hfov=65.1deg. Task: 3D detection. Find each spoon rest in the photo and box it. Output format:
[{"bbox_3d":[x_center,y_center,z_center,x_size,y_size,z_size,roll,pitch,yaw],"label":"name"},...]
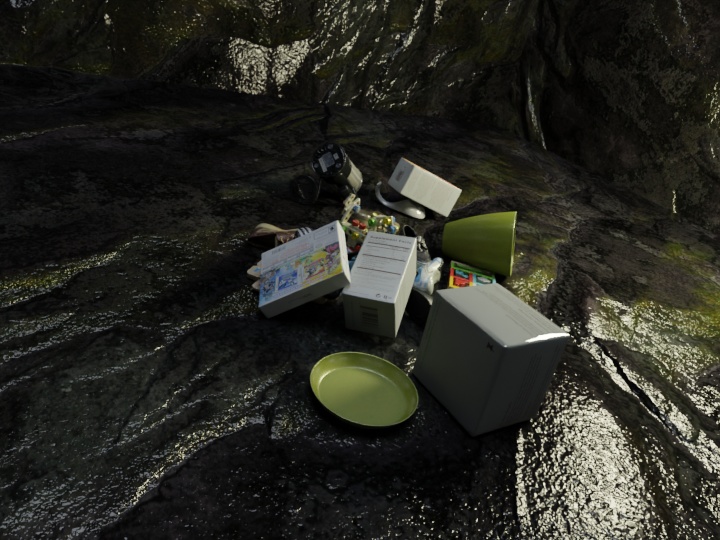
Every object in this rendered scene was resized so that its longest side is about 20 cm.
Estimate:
[{"bbox_3d":[0.136,-0.233,1.954,0.200,0.061,0.099,32,30,5],"label":"spoon rest"}]

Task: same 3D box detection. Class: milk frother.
[{"bbox_3d":[-0.112,-0.292,1.861,0.199,0.181,0.188,-9,-16,15],"label":"milk frother"}]

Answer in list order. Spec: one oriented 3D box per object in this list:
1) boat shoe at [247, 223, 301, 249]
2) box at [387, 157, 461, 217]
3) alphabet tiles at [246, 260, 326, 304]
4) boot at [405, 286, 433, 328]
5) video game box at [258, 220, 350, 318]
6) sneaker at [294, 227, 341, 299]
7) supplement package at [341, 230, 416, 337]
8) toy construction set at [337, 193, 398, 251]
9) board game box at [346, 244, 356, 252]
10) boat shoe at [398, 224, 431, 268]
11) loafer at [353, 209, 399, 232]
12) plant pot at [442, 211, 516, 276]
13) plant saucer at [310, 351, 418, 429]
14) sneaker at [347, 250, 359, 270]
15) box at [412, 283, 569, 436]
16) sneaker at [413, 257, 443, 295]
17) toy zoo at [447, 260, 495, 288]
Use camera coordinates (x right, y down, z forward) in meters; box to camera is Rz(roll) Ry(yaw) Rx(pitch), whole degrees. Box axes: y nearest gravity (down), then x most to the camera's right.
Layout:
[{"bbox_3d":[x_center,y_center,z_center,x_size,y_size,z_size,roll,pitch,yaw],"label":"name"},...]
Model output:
[{"bbox_3d":[-0.196,-0.069,1.442,0.200,0.072,0.072,16,35,18],"label":"boat shoe"},{"bbox_3d":[0.219,-0.289,1.953,0.200,0.107,0.152,23,13,-22],"label":"box"},{"bbox_3d":[-0.162,0.025,1.335,0.200,0.015,0.196,19,27,11],"label":"alphabet tiles"},{"bbox_3d":[0.214,0.094,1.324,0.162,0.073,0.198,-18,48,-44],"label":"boot"},{"bbox_3d":[-0.123,-0.005,1.223,0.200,0.047,0.182,-22,37,12],"label":"video game box"},{"bbox_3d":[-0.104,-0.004,1.340,0.074,0.088,0.200,-11,60,-28],"label":"sneaker"},{"bbox_3d":[0.046,0.026,1.235,0.117,0.117,0.200,10,46,15],"label":"supplement package"},{"bbox_3d":[0.005,-0.119,1.473,0.092,0.131,0.200,-9,35,-40],"label":"toy construction set"},{"bbox_3d":[-0.022,-0.044,1.510,0.199,0.040,0.153,3,29,-21],"label":"board game box"},{"bbox_3d":[0.159,-0.072,1.623,0.070,0.066,0.200,5,28,-17],"label":"boat shoe"},{"bbox_3d":[0.041,-0.137,1.698,0.200,0.068,0.076,8,24,-49],"label":"loafer"},{"bbox_3d":[0.344,-0.084,1.646,0.199,0.188,0.187,5,24,16],"label":"plant pot"},{"bbox_3d":[0.005,0.220,1.020,0.199,0.031,0.200,11,26,-6],"label":"plant saucer"},{"bbox_3d":[0.000,0.000,1.368,0.200,0.090,0.078,22,25,-5],"label":"sneaker"},{"bbox_3d":[0.236,0.160,1.063,0.171,0.199,0.200,-5,31,-33],"label":"box"},{"bbox_3d":[0.171,0.010,1.471,0.072,0.072,0.200,14,22,16],"label":"sneaker"},{"bbox_3d":[0.303,0.038,1.533,0.131,0.021,0.200,16,26,4],"label":"toy zoo"}]
